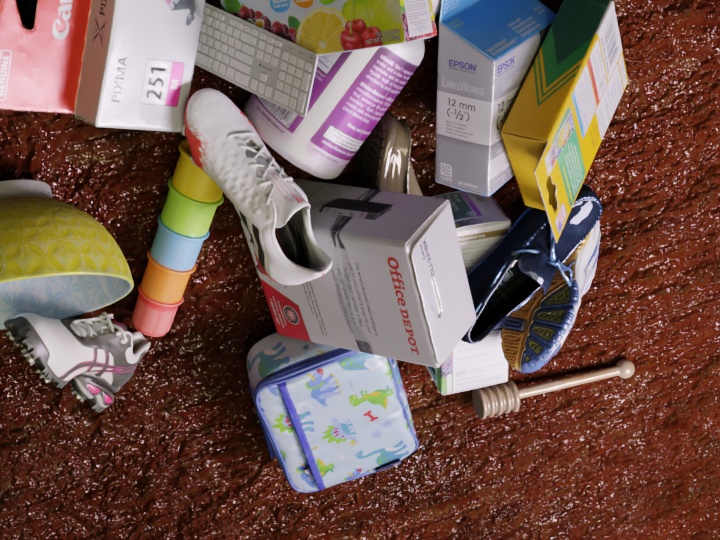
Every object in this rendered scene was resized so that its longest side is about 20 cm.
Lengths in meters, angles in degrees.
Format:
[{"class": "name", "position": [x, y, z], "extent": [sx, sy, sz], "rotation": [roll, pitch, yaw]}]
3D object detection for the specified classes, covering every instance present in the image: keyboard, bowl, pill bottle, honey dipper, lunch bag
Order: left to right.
[{"class": "bowl", "position": [-0.315, -0.020, 1.223], "extent": [0.198, 0.200, 0.109], "rotation": [-9, 78, -13]}, {"class": "keyboard", "position": [-0.117, -0.196, 1.168], "extent": [0.011, 0.199, 0.057], "rotation": [-12, 125, -53]}, {"class": "lunch bag", "position": [-0.032, 0.143, 1.418], "extent": [0.159, 0.083, 0.201], "rotation": [-17, 133, -3]}, {"class": "pill bottle", "position": [-0.011, -0.194, 1.234], "extent": [0.112, 0.112, 0.200], "rotation": [29, 107, -29]}, {"class": "honey dipper", "position": [0.226, 0.134, 1.542], "extent": [0.198, 0.038, 0.038], "rotation": [-10, 121, -16]}]

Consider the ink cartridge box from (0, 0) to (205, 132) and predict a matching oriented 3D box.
[{"class": "ink cartridge box", "position": [-0.212, -0.221, 1.116], "extent": [0.173, 0.043, 0.202], "rotation": [-2, 110, -44]}]

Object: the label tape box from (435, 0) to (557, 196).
[{"class": "label tape box", "position": [0.133, -0.192, 1.267], "extent": [0.143, 0.066, 0.201], "rotation": [-37, 138, -47]}]

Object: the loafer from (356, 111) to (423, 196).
[{"class": "loafer", "position": [0.036, -0.072, 1.345], "extent": [0.067, 0.076, 0.201], "rotation": [-8, 130, -14]}]

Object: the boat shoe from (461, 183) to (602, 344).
[{"class": "boat shoe", "position": [0.172, 0.002, 1.335], "extent": [0.084, 0.069, 0.200], "rotation": [36, 101, -32]}]

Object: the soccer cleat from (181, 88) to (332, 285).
[{"class": "soccer cleat", "position": [-0.089, -0.074, 1.193], "extent": [0.069, 0.085, 0.201], "rotation": [-39, 114, -31]}]

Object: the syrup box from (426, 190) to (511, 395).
[{"class": "syrup box", "position": [0.110, 0.023, 1.414], "extent": [0.081, 0.079, 0.201], "rotation": [-10, 121, -12]}]

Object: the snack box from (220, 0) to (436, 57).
[{"class": "snack box", "position": [-0.037, -0.254, 1.127], "extent": [0.053, 0.199, 0.143], "rotation": [-21, 105, -48]}]

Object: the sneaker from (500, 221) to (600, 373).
[{"class": "sneaker", "position": [0.212, 0.022, 1.405], "extent": [0.088, 0.075, 0.201], "rotation": [44, 66, -56]}]

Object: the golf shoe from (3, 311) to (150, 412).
[{"class": "golf shoe", "position": [-0.274, 0.068, 1.289], "extent": [0.088, 0.077, 0.200], "rotation": [-43, 160, -3]}]

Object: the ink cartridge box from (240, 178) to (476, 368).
[{"class": "ink cartridge box", "position": [0.000, 0.000, 1.293], "extent": [0.084, 0.199, 0.145], "rotation": [-46, 133, -38]}]

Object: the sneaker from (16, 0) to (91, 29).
[{"class": "sneaker", "position": [-0.257, -0.225, 1.179], "extent": [0.082, 0.072, 0.201], "rotation": [-3, 131, 23]}]

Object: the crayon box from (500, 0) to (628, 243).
[{"class": "crayon box", "position": [0.192, -0.146, 1.279], "extent": [0.201, 0.051, 0.126], "rotation": [-64, 152, -22]}]

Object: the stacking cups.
[{"class": "stacking cups", "position": [-0.178, -0.029, 1.312], "extent": [0.060, 0.061, 0.201], "rotation": [10, 119, -23]}]
